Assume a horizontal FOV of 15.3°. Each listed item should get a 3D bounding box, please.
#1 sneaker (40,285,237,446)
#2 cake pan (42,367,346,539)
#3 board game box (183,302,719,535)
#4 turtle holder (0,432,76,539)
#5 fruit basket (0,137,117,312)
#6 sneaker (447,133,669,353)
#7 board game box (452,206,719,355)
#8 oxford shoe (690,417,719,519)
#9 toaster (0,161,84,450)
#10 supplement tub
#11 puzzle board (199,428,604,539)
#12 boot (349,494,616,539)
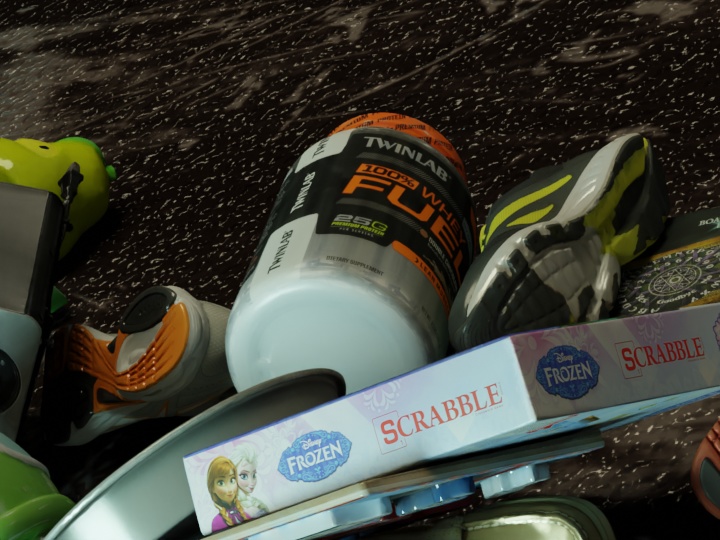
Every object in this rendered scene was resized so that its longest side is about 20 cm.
[{"bbox_3d":[-0.121,0.066,1.596,0.200,0.091,0.076,-20,63,54],"label":"sneaker"},{"bbox_3d":[-0.081,0.124,1.348,0.200,0.037,0.200,-33,-17,-12],"label":"cake pan"},{"bbox_3d":[0.055,0.067,1.236,0.199,0.041,0.199,-22,-10,37],"label":"board game box"},{"bbox_3d":[-0.217,0.140,1.417,0.141,0.132,0.185,-45,-14,14],"label":"turtle holder"},{"bbox_3d":[-0.270,-0.037,1.842,0.215,0.155,0.216,-30,35,24],"label":"fruit basket"},{"bbox_3d":[0.096,-0.002,1.451,0.084,0.075,0.200,-12,20,41],"label":"sneaker"},{"bbox_3d":[0.151,0.019,1.461,0.199,0.028,0.136,-12,29,29],"label":"board game box"},{"bbox_3d":[0.240,0.055,1.294,0.199,0.071,0.073,-35,-3,-8],"label":"oxford shoe"},{"bbox_3d":[-0.246,0.046,1.588,0.118,0.182,0.200,14,28,-8],"label":"toaster"},{"bbox_3d":[0.000,0.000,1.528,0.122,0.123,0.200,-16,29,21],"label":"supplement tub"},{"bbox_3d":[-0.004,0.114,1.235,0.150,0.018,0.199,-9,-11,-42],"label":"puzzle board"},{"bbox_3d":[0.005,0.153,1.218,0.199,0.073,0.155,-16,-9,29],"label":"boot"}]
